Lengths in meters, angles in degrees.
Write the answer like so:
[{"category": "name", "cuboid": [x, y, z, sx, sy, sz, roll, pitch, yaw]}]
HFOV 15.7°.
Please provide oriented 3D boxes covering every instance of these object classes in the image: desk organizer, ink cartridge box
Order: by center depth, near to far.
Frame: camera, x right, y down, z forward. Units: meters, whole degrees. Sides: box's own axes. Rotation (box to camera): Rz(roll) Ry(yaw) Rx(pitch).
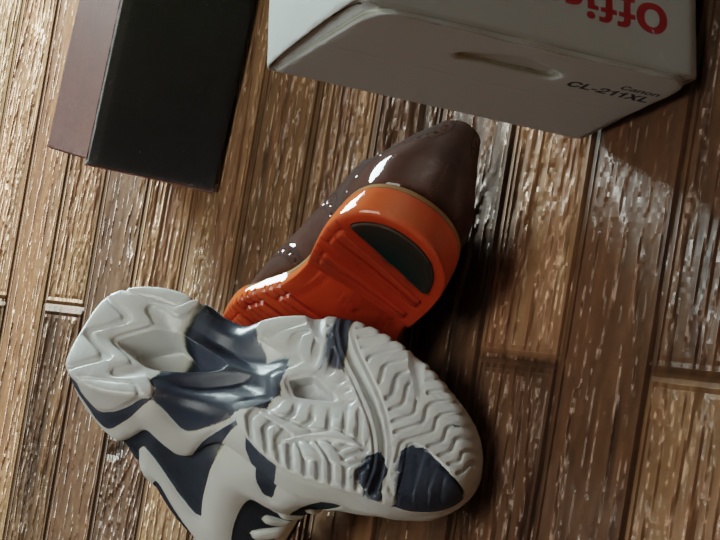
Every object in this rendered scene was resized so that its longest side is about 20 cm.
[{"category": "ink cartridge box", "cuboid": [0.046, -0.164, 0.990, 0.083, 0.145, 0.201, -27, 57, 58]}, {"category": "desk organizer", "cuboid": [-0.099, -0.148, 1.342, 0.077, 0.072, 0.201, 18, 96, 65]}]

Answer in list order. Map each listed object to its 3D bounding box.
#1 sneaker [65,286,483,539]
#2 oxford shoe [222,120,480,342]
[{"category": "sneaker", "cuboid": [-0.024, 0.085, 1.123, 0.199, 0.130, 0.080, 10, 57, 27]}, {"category": "oxford shoe", "cuboid": [0.000, 0.000, 1.126, 0.073, 0.071, 0.200, -59, 11, -31]}]
